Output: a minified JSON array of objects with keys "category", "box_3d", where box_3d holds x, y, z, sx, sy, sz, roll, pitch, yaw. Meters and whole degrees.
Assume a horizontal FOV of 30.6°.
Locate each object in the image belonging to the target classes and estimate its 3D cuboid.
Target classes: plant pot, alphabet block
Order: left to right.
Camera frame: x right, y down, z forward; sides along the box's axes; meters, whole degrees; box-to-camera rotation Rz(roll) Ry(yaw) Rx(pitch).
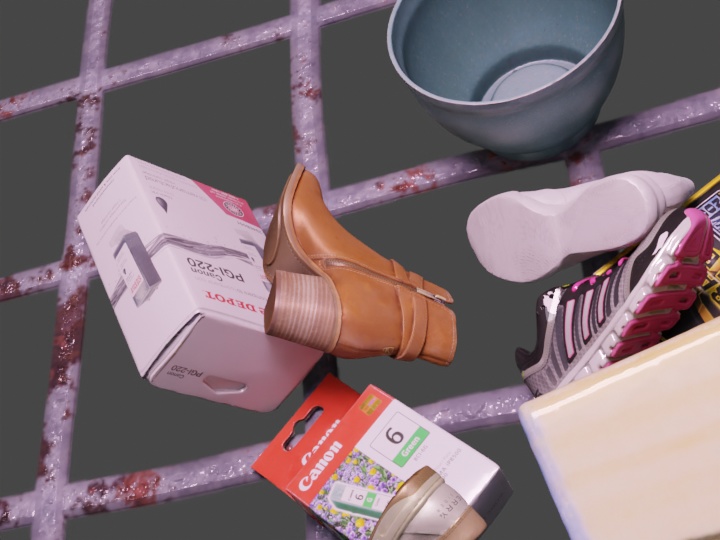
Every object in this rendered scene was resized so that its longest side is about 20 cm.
[{"category":"plant pot","box_3d":[0.139,-0.179,1.137,0.200,0.134,0.201,-12,53,16]},{"category":"alphabet block","box_3d":[0.228,0.137,0.794,0.200,0.196,0.196,-24,77,6]}]

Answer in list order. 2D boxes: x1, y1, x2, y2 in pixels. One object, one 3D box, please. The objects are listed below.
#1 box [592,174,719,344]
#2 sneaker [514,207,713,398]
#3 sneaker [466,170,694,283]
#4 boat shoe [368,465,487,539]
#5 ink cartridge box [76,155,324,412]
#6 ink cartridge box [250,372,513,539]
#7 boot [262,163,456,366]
[{"category":"box","box_3d":[0.299,0.025,0.982,0.160,0.049,0.200,-36,51,-6]},{"category":"sneaker","box_3d":[0.177,0.025,0.965,0.087,0.074,0.200,48,122,33]},{"category":"sneaker","box_3d":[0.177,-0.040,1.059,0.088,0.075,0.200,-20,7,-41]},{"category":"boat shoe","box_3d":[0.025,0.226,0.891,0.066,0.200,0.074,33,35,18]},{"category":"ink cartridge box","box_3d":[-0.136,0.011,1.104,0.085,0.146,0.200,-48,48,22]},{"category":"ink cartridge box","box_3d":[0.006,0.153,1.014,0.200,0.050,0.109,30,73,35]},{"category":"boot","box_3d":[0.000,0.000,1.086,0.154,0.074,0.200,12,44,-13]}]
